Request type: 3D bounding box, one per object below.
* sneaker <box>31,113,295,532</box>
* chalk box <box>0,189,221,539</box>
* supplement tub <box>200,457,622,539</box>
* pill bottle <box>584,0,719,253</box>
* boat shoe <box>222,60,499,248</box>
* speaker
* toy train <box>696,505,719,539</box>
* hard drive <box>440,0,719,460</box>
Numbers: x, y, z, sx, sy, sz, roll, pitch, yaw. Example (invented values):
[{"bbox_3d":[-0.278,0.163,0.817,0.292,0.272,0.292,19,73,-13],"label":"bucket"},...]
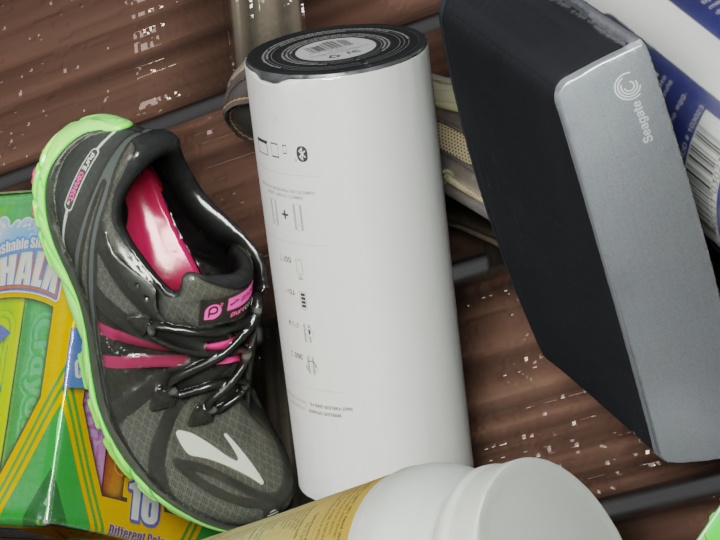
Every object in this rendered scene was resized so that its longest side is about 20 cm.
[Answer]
[{"bbox_3d":[-0.078,0.027,1.268,0.084,0.077,0.200,-6,113,49],"label":"sneaker"},{"bbox_3d":[-0.135,0.030,1.366,0.125,0.124,0.200,-5,74,39],"label":"chalk box"},{"bbox_3d":[0.006,0.163,1.219,0.200,0.144,0.144,-21,65,33],"label":"supplement tub"},{"bbox_3d":[0.154,-0.076,1.216,0.111,0.111,0.200,-53,41,8],"label":"pill bottle"},{"bbox_3d":[0.013,-0.052,1.325,0.200,0.074,0.073,12,68,36],"label":"boat shoe"},{"bbox_3d":[0.000,0.000,1.264,0.081,0.081,0.200,6,113,34],"label":"speaker"},{"bbox_3d":[0.125,0.136,1.073,0.056,0.042,0.200,56,129,38],"label":"toy train"},{"bbox_3d":[0.092,-0.022,1.183,0.042,0.200,0.135,-28,34,-14],"label":"hard drive"}]
